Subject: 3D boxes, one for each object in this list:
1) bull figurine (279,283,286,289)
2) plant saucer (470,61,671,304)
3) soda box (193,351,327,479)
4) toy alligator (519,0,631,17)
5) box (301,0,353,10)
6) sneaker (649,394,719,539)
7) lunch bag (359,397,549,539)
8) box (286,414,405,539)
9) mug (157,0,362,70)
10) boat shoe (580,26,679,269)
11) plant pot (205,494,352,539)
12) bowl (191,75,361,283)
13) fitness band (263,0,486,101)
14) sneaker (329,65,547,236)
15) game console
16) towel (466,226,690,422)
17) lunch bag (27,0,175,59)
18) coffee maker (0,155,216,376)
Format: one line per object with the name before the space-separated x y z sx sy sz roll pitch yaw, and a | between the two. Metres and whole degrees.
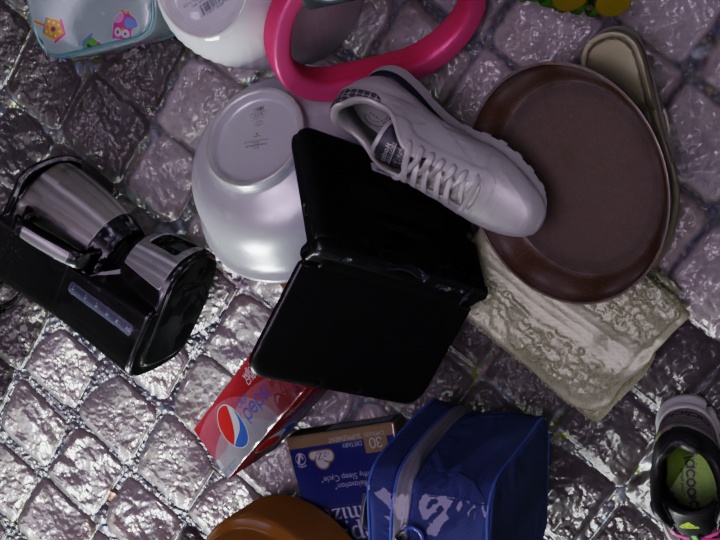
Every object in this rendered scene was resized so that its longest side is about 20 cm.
bull figurine | -0.030 0.005 1.193 0.121 0.065 0.201 -37 87 21
plant saucer | 0.172 -0.073 1.040 0.199 0.032 0.203 21 122 38
soda box | -0.085 0.118 1.193 0.064 0.070 0.200 52 139 12
toy alligator | 0.154 -0.236 1.036 0.054 0.197 0.060 119 150 -55
box | 0.019 -0.313 0.970 0.158 0.044 0.203 -8 76 15
sneaker | 0.286 0.213 1.084 0.073 0.087 0.202 -8 98 24
lunch bag | 0.077 0.206 1.112 0.131 0.200 0.138 6 109 24
box | 0.007 0.248 1.244 0.120 0.032 0.202 -12 97 25
mug | -0.073 -0.254 1.096 0.198 0.175 0.149 -13 96 25
boat shoe | 0.229 -0.102 1.056 0.074 0.068 0.203 -2 105 23
plant pot | -0.111 0.342 1.206 0.198 0.183 0.203 12 110 34
bowl | -0.074 -0.098 1.125 0.199 0.090 0.203 -9 65 20
fitness band | 0.015 -0.210 1.065 0.144 0.198 0.038 99 148 -48
sneaker | 0.063 -0.087 1.050 0.199 0.080 0.077 36 122 11
game console | 0.000 0.000 1.081 0.116 0.199 0.178 -33 56 37
towel | 0.175 0.024 1.122 0.199 0.036 0.149 39 112 12
lunch bag | -0.245 -0.304 1.215 0.159 0.077 0.203 -7 98 23
coffee maker | -0.260 0.012 1.272 0.199 0.135 0.193 35 135 15
